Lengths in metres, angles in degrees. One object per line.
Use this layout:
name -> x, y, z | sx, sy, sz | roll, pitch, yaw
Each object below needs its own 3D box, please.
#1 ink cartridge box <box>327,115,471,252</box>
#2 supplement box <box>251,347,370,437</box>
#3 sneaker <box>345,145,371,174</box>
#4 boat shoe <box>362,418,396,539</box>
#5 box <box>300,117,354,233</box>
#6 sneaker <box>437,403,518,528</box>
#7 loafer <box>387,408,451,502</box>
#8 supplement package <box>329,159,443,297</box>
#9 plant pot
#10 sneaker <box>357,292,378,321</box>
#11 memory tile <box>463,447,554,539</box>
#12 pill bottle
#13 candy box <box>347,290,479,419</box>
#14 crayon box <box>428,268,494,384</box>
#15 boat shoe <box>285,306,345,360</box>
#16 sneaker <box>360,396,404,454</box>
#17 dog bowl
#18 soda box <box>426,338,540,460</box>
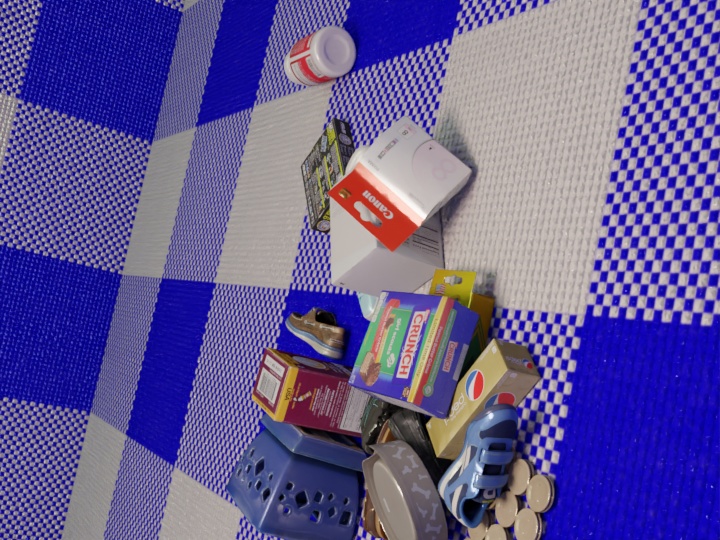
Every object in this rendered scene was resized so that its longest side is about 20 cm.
ink cartridge box -> 0.067, -0.152, 1.607 | 0.162, 0.199, 0.057 | 41, 150, 15
supplement box -> -0.081, 0.224, 1.737 | 0.130, 0.197, 0.105 | 23, 96, 61
sneaker -> 0.005, -0.145, 1.891 | 0.089, 0.074, 0.204 | -126, 47, -60
boat shoe -> 0.039, 0.347, 1.598 | 0.070, 0.069, 0.204 | 1, 78, 56
box -> -0.067, -0.209, 2.079 | 0.161, 0.044, 0.203 | -51, 37, 37
sneaker -> 0.179, 0.279, 1.346 | 0.083, 0.073, 0.203 | -117, 40, -52
loafer -> 0.113, 0.288, 1.496 | 0.070, 0.068, 0.201 | -38, 45, 1
supplement package -> 0.044, -0.077, 1.704 | 0.151, 0.148, 0.204 | -38, 45, 47
plant pot -> -0.106, 0.374, 1.726 | 0.199, 0.197, 0.183 | 23, 91, 62
sneaker -> 0.000, 0.000, 1.820 | 0.074, 0.081, 0.203 | -42, 43, 46
memory tile -> 0.205, 0.364, 1.347 | 0.153, 0.017, 0.204 | 30, 104, 61
pill bottle -> -0.101, -0.493, 2.203 | 0.199, 0.111, 0.115 | 0, 77, 61
candy box -> 0.081, 0.127, 1.494 | 0.199, 0.076, 0.172 | 4, 71, 59
crayon box -> 0.151, 0.103, 1.531 | 0.126, 0.050, 0.204 | 6, 83, 61
boat shoe -> -0.084, 0.117, 1.941 | 0.199, 0.071, 0.074 | 29, 97, 51
sneaker -> 0.047, 0.223, 1.638 | 0.202, 0.074, 0.080 | -60, 30, 25
dog bowl -> 0.069, 0.356, 1.464 | 0.200, 0.058, 0.204 | 161, 91, -73
soda box -> 0.180, 0.198, 1.416 | 0.201, 0.067, 0.065 | -57, 34, 30
